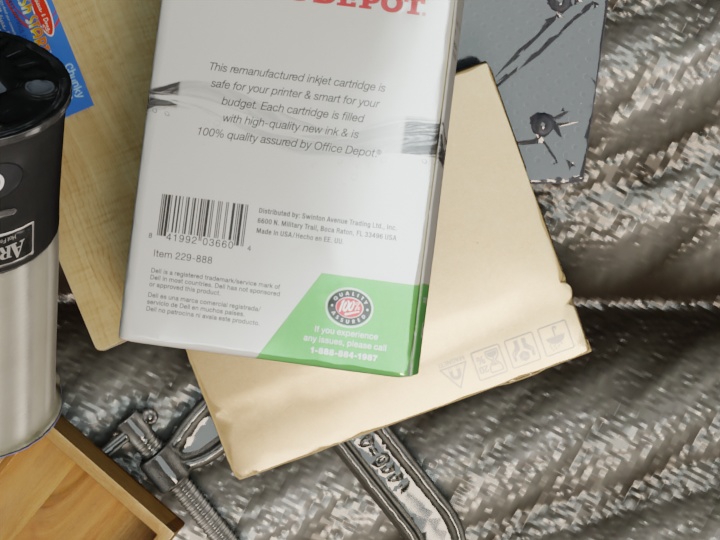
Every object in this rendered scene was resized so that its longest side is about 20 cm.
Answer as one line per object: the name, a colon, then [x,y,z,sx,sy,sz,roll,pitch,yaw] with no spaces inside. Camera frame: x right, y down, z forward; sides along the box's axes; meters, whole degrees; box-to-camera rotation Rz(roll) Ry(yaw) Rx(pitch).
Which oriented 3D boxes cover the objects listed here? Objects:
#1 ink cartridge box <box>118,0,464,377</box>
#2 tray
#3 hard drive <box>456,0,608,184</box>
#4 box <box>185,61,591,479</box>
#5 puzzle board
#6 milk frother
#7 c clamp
ink cartridge box: [-0.030,-0.056,1.473,0.145,0.084,0.201,8,89,5]
tray: [-0.192,0.176,1.564,0.099,0.037,0.200,40,99,3]
hard drive: [0.025,-0.119,1.570,0.199,0.042,0.136,7,97,-7]
box: [0.000,0.000,1.557,0.199,0.021,0.164,-20,101,3]
puzzle board: [-0.103,-0.080,1.531,0.150,0.017,0.201,-23,86,4]
milk frother: [-0.239,-0.035,1.512,0.179,0.200,0.189,-1,123,-12]
c clamp: [-0.048,0.135,1.605,0.171,0.027,0.200,-45,99,-3]
